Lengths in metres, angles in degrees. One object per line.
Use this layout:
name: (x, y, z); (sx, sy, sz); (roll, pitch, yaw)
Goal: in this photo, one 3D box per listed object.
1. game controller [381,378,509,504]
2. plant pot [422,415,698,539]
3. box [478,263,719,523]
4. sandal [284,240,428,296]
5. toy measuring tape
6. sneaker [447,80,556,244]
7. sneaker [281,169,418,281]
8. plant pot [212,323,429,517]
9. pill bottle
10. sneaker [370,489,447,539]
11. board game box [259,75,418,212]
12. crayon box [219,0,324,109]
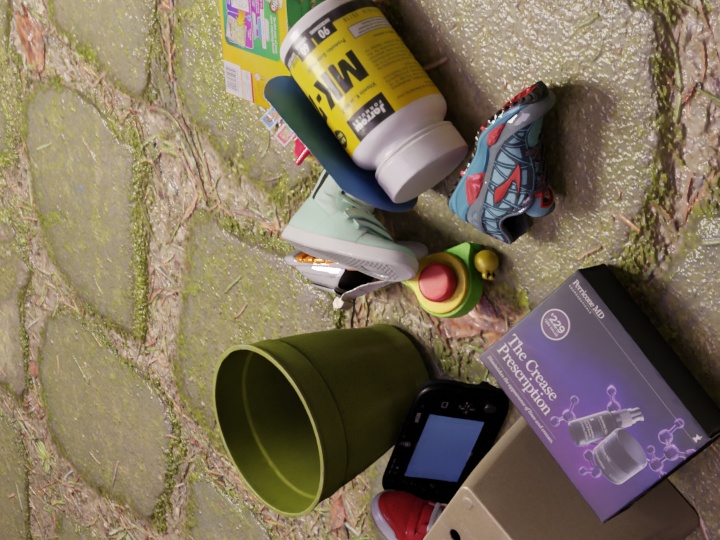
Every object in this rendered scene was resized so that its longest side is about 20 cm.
game controller: (0.091, 0.191, 1.755); (0.200, 0.104, 0.042); (108, 157, -43)
plant pot: (0.181, 0.263, 1.617); (0.200, 0.177, 0.200); (50, 141, 19)
box: (0.232, 0.115, 1.514); (0.141, 0.079, 0.200); (-43, 74, 23)
sandal: (-0.006, 0.003, 1.775); (0.207, 0.079, 0.059); (4, 111, 47)
toy measuring tape: (0.062, 0.029, 1.684); (0.200, 0.074, 0.074); (-23, 93, 29)
sneaker: (0.160, -0.100, 1.534); (0.096, 0.079, 0.200); (42, 147, 13)
sneaker: (0.004, -0.062, 1.692); (0.074, 0.118, 0.200); (34, 171, -41)
plant pot: (-0.031, 0.148, 1.787); (0.200, 0.193, 0.201); (28, 128, 43)
pill bottle: (0.016, -0.175, 1.618); (0.200, 0.114, 0.114); (55, 142, 13)
sneaker: (0.115, 0.291, 1.760); (0.200, 0.071, 0.112); (33, 141, -12)
board game box: (-0.028, -0.121, 1.663); (0.039, 0.158, 0.200); (-48, 70, 25)
crayon box: (-0.096, -0.279, 1.740); (0.119, 0.058, 0.200); (25, 128, 40)
